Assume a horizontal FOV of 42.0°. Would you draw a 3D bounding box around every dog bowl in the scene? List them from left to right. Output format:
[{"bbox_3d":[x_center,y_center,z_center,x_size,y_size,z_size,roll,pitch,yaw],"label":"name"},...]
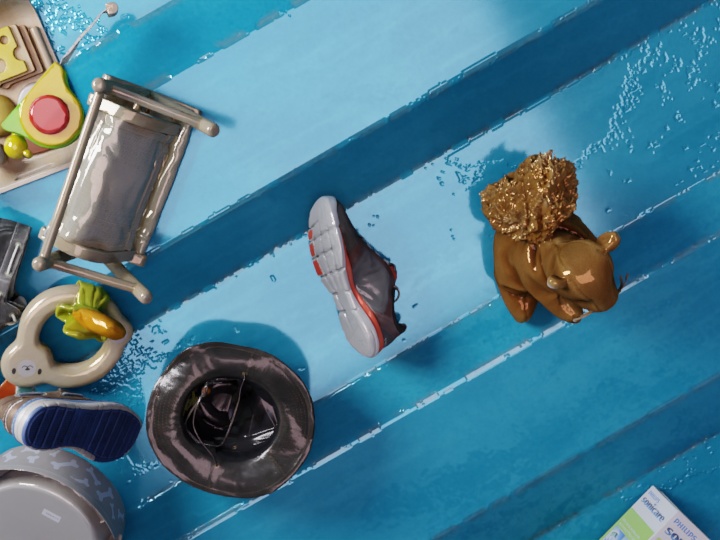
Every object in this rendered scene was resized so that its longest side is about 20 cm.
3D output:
[{"bbox_3d":[-0.369,0.290,1.106,0.198,0.059,0.202,5,122,8],"label":"dog bowl"}]

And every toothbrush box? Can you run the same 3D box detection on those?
[{"bbox_3d":[0.372,0.408,1.215,0.146,0.086,0.200,44,92,-11],"label":"toothbrush box"}]

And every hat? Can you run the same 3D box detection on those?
[{"bbox_3d":[-0.152,0.175,1.132,0.199,0.081,0.203,0,94,1],"label":"hat"}]

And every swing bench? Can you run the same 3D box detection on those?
[{"bbox_3d":[-0.255,-0.095,1.008,0.129,0.200,0.200,19,97,-19],"label":"swing bench"}]

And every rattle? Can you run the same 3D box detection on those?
[{"bbox_3d":[-0.352,0.116,1.071,0.199,0.143,0.131,-37,133,-8],"label":"rattle"}]

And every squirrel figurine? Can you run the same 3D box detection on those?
[{"bbox_3d":[0.217,-0.031,1.073,0.141,0.187,0.201,-30,101,1],"label":"squirrel figurine"}]

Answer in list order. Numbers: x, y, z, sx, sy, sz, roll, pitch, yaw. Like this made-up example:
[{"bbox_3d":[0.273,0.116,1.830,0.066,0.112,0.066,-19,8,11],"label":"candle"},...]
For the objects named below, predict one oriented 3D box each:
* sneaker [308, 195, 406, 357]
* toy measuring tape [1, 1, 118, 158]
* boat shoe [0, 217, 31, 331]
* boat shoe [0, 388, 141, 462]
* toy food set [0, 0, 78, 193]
[{"bbox_3d":[0.000,0.000,1.131,0.081,0.077,0.202,-24,103,-28],"label":"sneaker"},{"bbox_3d":[-0.311,-0.196,1.022,0.073,0.074,0.200,40,84,-10],"label":"toy measuring tape"},{"bbox_3d":[-0.423,0.037,1.085,0.070,0.072,0.202,10,103,-15],"label":"boat shoe"},{"bbox_3d":[-0.332,0.169,1.080,0.072,0.200,0.073,23,83,28],"label":"boat shoe"},{"bbox_3d":[-0.405,-0.195,1.053,0.142,0.060,0.201,-21,101,-1],"label":"toy food set"}]
